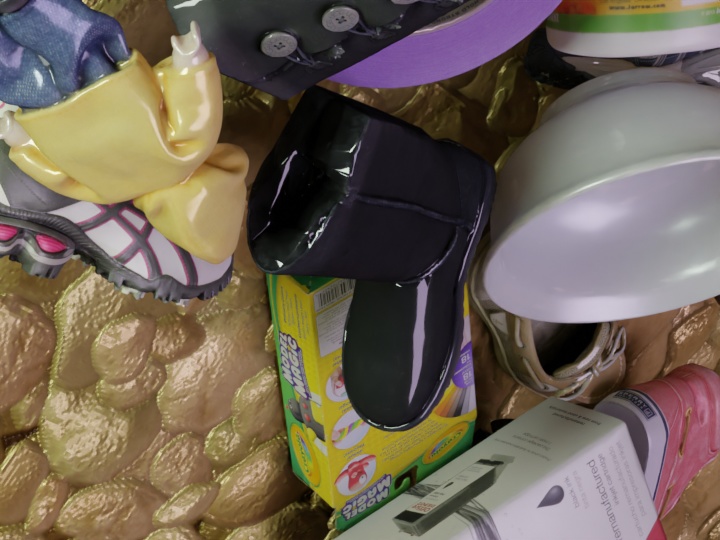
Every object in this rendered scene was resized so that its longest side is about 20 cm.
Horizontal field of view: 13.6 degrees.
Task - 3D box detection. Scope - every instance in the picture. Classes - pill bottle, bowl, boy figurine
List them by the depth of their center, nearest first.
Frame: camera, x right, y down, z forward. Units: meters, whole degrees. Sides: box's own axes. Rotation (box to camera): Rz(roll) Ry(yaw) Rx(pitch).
[{"bbox_3d":[-0.114,-0.079,1.428,0.124,0.065,0.200,-27,130,28],"label":"boy figurine"},{"bbox_3d":[0.149,-0.220,1.605,0.111,0.111,0.201,-14,105,-40],"label":"pill bottle"},{"bbox_3d":[0.156,-0.053,1.708,0.200,0.091,0.201,-11,156,-5],"label":"bowl"}]

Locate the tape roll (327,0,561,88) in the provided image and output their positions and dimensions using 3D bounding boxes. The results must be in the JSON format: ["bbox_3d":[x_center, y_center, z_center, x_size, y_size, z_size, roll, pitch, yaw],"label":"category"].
[{"bbox_3d":[0.020,-0.192,1.503,0.199,0.066,0.201,-10,127,-13],"label":"tape roll"}]

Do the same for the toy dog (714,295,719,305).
[{"bbox_3d":[0.274,-0.061,1.907,0.199,0.140,0.194,-26,170,-32],"label":"toy dog"}]

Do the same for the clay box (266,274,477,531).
[{"bbox_3d":[0.009,0.051,1.763,0.115,0.048,0.201,-30,138,-26],"label":"clay box"}]

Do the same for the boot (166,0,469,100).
[{"bbox_3d":[-0.007,-0.160,1.386,0.165,0.199,0.066,41,43,-42],"label":"boot"}]

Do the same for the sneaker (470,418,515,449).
[{"bbox_3d":[0.054,0.187,1.878,0.200,0.075,0.078,-45,109,-9],"label":"sneaker"}]

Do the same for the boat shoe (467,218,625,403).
[{"bbox_3d":[0.123,0.036,1.859,0.073,0.063,0.201,-46,143,-8],"label":"boat shoe"}]

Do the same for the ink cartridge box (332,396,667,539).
[{"bbox_3d":[0.085,0.192,1.815,0.200,0.083,0.147,-32,114,-24],"label":"ink cartridge box"}]

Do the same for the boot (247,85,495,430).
[{"bbox_3d":[0.000,-0.001,1.570,0.200,0.065,0.166,13,90,-71],"label":"boot"}]

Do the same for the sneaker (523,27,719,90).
[{"bbox_3d":[0.173,-0.148,1.774,0.199,0.077,0.087,-6,101,-41],"label":"sneaker"}]

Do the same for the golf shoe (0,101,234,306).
[{"bbox_3d":[-0.126,-0.037,1.530,0.200,0.077,0.088,14,102,-51],"label":"golf shoe"}]

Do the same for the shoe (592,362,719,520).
[{"bbox_3d":[0.181,0.153,1.978,0.091,0.071,0.201,-22,137,-41],"label":"shoe"}]
